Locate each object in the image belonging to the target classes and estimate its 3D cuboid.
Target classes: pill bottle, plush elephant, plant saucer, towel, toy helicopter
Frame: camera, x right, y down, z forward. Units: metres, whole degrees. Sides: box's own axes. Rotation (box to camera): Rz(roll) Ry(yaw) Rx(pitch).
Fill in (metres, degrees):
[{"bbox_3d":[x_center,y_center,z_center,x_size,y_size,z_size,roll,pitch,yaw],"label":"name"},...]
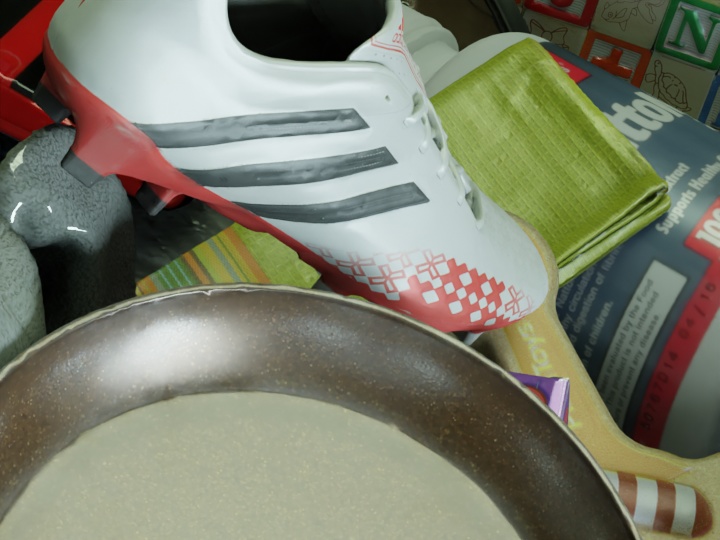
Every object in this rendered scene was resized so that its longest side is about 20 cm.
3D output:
[{"bbox_3d":[0.066,-0.016,1.010,0.199,0.120,0.119,30,32,20],"label":"pill bottle"},{"bbox_3d":[-0.147,0.032,0.777,0.199,0.156,0.165,25,31,12],"label":"plush elephant"},{"bbox_3d":[-0.019,0.094,0.719,0.199,0.032,0.201,9,52,-12],"label":"plant saucer"},{"bbox_3d":[0.000,0.000,0.930,0.199,0.018,0.086,-33,64,-13],"label":"towel"},{"bbox_3d":[0.061,0.071,0.864,0.131,0.079,0.201,-16,66,-23],"label":"toy helicopter"}]

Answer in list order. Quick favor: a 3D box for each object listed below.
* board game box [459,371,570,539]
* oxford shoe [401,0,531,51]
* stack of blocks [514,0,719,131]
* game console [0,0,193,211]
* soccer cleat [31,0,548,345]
[{"bbox_3d":[-0.016,0.106,0.765,0.119,0.032,0.201,6,51,11],"label":"board game box"},{"bbox_3d":[0.009,-0.116,1.104,0.200,0.072,0.085,54,31,-21],"label":"oxford shoe"},{"bbox_3d":[0.085,-0.118,1.191,0.199,0.116,0.059,18,30,1],"label":"stack of blocks"},{"bbox_3d":[-0.112,-0.104,1.082,0.176,0.031,0.200,30,32,2],"label":"game console"},{"bbox_3d":[-0.002,-0.039,0.798,0.199,0.085,0.069,26,25,-40],"label":"soccer cleat"}]
